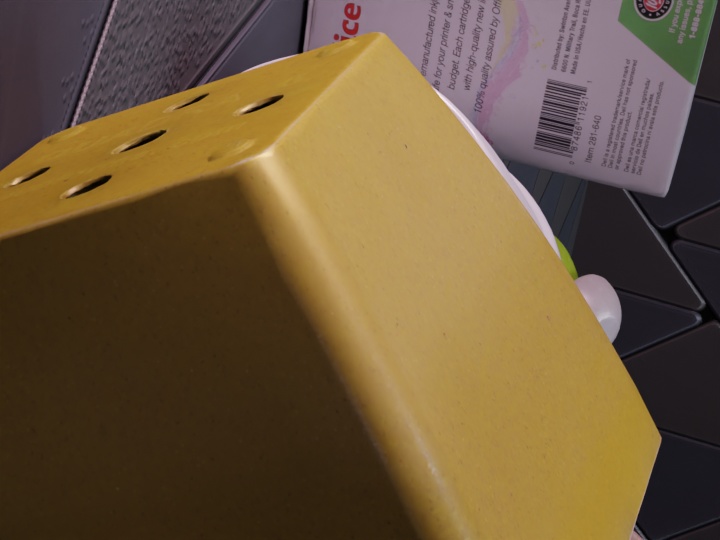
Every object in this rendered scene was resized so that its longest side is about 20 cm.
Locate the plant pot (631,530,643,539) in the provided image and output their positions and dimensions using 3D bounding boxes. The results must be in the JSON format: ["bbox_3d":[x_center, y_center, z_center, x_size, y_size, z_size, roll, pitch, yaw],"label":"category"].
[{"bbox_3d":[0.033,0.166,0.753,0.175,0.200,0.200,-56,165,-16],"label":"plant pot"}]

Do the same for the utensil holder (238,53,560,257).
[{"bbox_3d":[0.000,0.000,0.883,0.200,0.170,0.170,40,66,-76],"label":"utensil holder"}]

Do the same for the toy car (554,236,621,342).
[{"bbox_3d":[0.127,0.060,1.773,0.150,0.175,0.200,-12,125,-37],"label":"toy car"}]

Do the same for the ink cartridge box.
[{"bbox_3d":[0.079,-0.138,1.003,0.084,0.199,0.145,-65,167,-54],"label":"ink cartridge box"}]

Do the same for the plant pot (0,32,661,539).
[{"bbox_3d":[-0.038,0.039,0.622,0.177,0.200,0.200,68,23,-16],"label":"plant pot"}]
